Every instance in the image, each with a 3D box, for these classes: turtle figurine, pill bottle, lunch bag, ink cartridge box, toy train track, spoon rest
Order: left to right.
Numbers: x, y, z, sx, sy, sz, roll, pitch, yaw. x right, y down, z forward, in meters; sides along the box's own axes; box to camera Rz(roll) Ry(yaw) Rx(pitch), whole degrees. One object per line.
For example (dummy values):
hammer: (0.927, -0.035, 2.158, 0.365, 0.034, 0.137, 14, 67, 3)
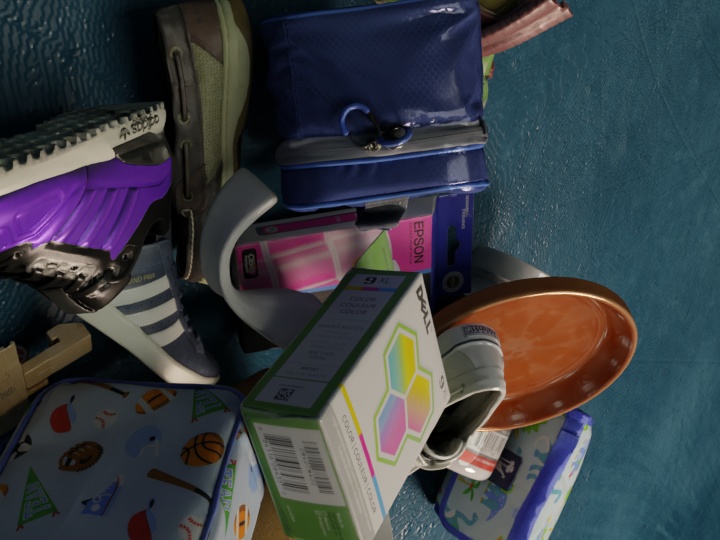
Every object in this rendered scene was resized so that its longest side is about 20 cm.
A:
toy train track: (-0.250, 0.082, 0.565, 0.199, 0.033, 0.115, -34, 164, -27)
lunch bag: (-0.145, 0.144, 0.554, 0.201, 0.158, 0.076, -76, 163, -52)
spoon rest: (-0.057, 0.024, 0.657, 0.060, 0.099, 0.201, -37, 138, -13)
ink cartridge box: (0.000, 0.000, 0.756, 0.198, 0.037, 0.096, -11, 121, -16)
ink cartridge box: (0.008, 0.068, 0.635, 0.200, 0.059, 0.105, -52, 135, -47)
lunch bag: (0.010, -0.097, 0.629, 0.134, 0.200, 0.134, -7, 101, -1)
turtle figurine: (0.067, -0.216, 0.767, 0.144, 0.199, 0.195, -53, 168, -53)
pill bottle: (0.113, 0.087, 0.946, 0.116, 0.115, 0.202, 30, 85, -53)
lunch bag: (0.162, 0.208, 1.007, 0.171, 0.126, 0.200, -65, -175, -2)

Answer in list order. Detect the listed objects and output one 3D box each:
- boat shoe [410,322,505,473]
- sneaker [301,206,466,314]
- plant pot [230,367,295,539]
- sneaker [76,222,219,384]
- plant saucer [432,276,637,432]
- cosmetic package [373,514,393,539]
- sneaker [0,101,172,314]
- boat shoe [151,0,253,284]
boat shoe: (0.054, 0.125, 0.784, 0.073, 0.066, 0.201, 5, 138, -20)
sneaker: (0.018, 0.003, 0.833, 0.200, 0.083, 0.072, 38, 101, -29)
plant pot: (-0.093, 0.171, 0.707, 0.200, 0.185, 0.188, -52, 142, -35)
sneaker: (-0.138, 0.007, 0.631, 0.085, 0.075, 0.200, -53, 141, -10)
plant saucer: (0.128, 0.069, 0.813, 0.198, 0.033, 0.201, -8, 142, -6)
cosmetic package: (-0.025, 0.250, 0.752, 0.071, 0.200, 0.101, 38, 105, -20)
sneaker: (-0.157, -0.019, 0.494, 0.200, 0.069, 0.101, -37, 126, -54)
boat shoe: (-0.112, -0.080, 0.632, 0.064, 0.073, 0.202, -3, 123, -21)
